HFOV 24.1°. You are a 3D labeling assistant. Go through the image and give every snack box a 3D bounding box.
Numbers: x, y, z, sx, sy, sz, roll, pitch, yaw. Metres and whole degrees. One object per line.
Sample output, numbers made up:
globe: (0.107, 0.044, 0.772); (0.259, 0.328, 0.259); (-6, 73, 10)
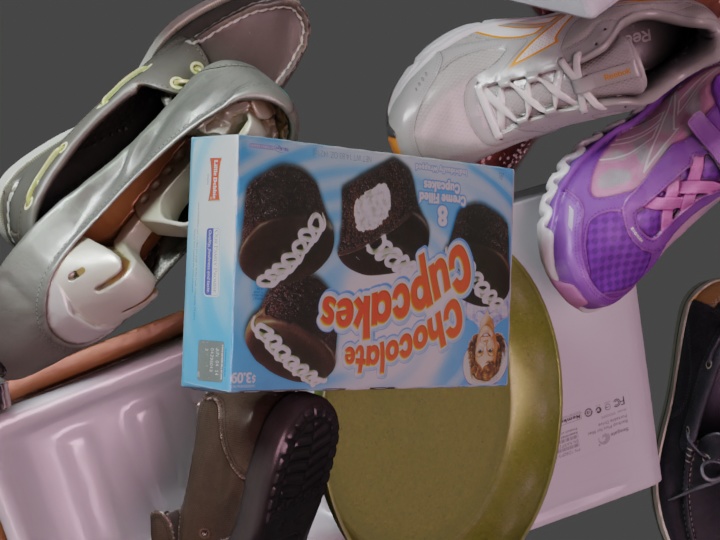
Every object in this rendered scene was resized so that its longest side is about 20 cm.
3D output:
snack box: (0.000, 0.000, 0.827); (0.200, 0.037, 0.116); (2, 90, -47)

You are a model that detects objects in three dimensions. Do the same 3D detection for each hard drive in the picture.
hard drive: (0.108, 0.052, 1.008); (0.132, 0.026, 0.200); (-16, 106, -20)

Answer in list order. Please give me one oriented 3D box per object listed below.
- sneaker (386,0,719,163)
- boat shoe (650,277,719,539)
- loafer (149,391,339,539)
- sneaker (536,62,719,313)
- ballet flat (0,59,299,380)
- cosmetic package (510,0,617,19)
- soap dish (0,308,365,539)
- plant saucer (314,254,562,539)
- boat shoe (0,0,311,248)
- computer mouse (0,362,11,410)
sneaker: (0.110, -0.110, 0.936); (0.200, 0.092, 0.076); (-27, 111, -10)
boat shoe: (0.228, 0.106, 1.053); (0.075, 0.062, 0.200); (-2, 103, -25)
loafer: (-0.069, 0.143, 0.845); (0.073, 0.071, 0.200); (-1, 114, -58)
sneaker: (0.180, -0.057, 0.959); (0.200, 0.088, 0.081); (-49, 117, -26)
ballet flat: (-0.107, -0.019, 0.813); (0.200, 0.064, 0.067); (-48, 132, -6)
cosmetic package: (0.118, -0.261, 0.808); (0.199, 0.123, 0.200); (-36, 120, -14)
soap dish: (-0.106, 0.101, 0.893); (0.200, 0.081, 0.158); (-21, 108, -18)
plant saucer: (0.039, 0.076, 0.919); (0.200, 0.031, 0.200); (-2, 93, -47)
boat shoe: (-0.099, -0.075, 0.872); (0.202, 0.060, 0.072); (-41, 114, -11)
computer mouse: (-0.242, 0.106, 0.829); (0.053, 0.138, 0.200); (3, 108, -61)
